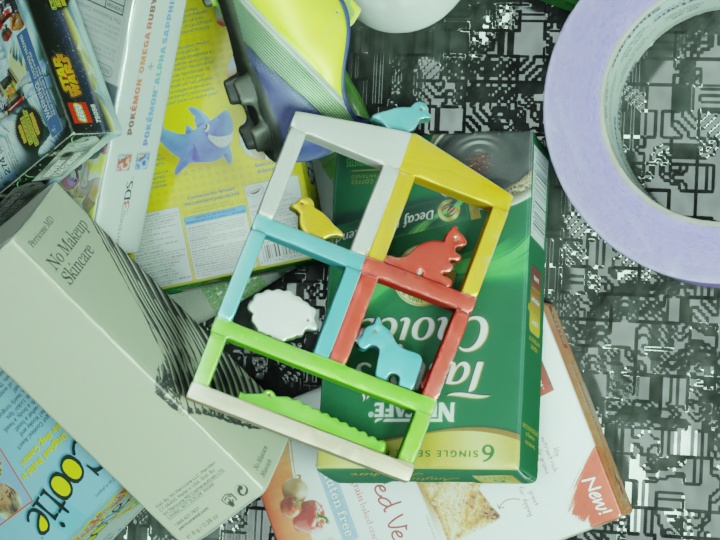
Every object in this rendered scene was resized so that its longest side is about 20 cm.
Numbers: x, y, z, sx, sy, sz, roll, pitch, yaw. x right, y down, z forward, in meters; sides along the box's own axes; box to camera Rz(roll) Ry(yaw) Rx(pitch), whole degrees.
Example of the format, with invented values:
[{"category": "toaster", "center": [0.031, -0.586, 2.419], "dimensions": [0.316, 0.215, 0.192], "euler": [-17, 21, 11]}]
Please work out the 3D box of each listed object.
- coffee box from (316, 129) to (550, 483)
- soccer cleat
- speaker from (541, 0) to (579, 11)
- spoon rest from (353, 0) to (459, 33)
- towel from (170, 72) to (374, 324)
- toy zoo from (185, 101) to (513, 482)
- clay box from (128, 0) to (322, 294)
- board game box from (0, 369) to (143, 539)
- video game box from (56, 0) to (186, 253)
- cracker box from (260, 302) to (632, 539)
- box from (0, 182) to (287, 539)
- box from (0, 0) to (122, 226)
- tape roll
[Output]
[{"category": "coffee box", "center": [0.042, 0.021, 1.172], "dimensions": [0.123, 0.044, 0.200], "euler": [0, 75, 18]}, {"category": "soccer cleat", "center": [-0.046, -0.160, 1.164], "dimensions": [0.084, 0.065, 0.200], "euler": [-17, 103, -13]}, {"category": "speaker", "center": [0.137, -0.254, 1.191], "dimensions": [0.088, 0.088, 0.200], "euler": [25, 94, 13]}, {"category": "spoon rest", "center": [-0.012, -0.206, 1.224], "dimensions": [0.200, 0.061, 0.099], "euler": [26, 95, 28]}, {"category": "towel", "center": [-0.085, -0.058, 1.270], "dimensions": [0.200, 0.031, 0.149], "euler": [-29, 84, 8]}, {"category": "toy zoo", "center": [0.000, 0.000, 1.130], "dimensions": [0.131, 0.020, 0.200], "euler": [22, 81, -2]}, {"category": "clay box", "center": [-0.094, -0.092, 1.233], "dimensions": [0.115, 0.048, 0.200], "euler": [-11, 85, 9]}, {"category": "board game box", "center": [-0.208, 0.070, 1.244], "dimensions": [0.105, 0.103, 0.200], "euler": [-45, 78, 21]}, {"category": "video game box", "center": [-0.191, -0.126, 1.223], "dimensions": [0.200, 0.047, 0.182], "euler": [28, 111, 38]}, {"category": "cracker box", "center": [0.043, 0.115, 1.213], "dimensions": [0.200, 0.058, 0.134], "euler": [-23, 81, 11]}, {"category": "box", "center": [-0.134, 0.053, 1.156], "dimensions": [0.068, 0.082, 0.200], "euler": [-37, 105, 25]}, {"category": "box", "center": [-0.220, -0.137, 1.191], "dimensions": [0.137, 0.040, 0.200], "euler": [-34, 71, 41]}, {"category": "tape roll", "center": [0.208, -0.090, 1.170], "dimensions": [0.200, 0.085, 0.200], "euler": [0, 89, 14]}]
